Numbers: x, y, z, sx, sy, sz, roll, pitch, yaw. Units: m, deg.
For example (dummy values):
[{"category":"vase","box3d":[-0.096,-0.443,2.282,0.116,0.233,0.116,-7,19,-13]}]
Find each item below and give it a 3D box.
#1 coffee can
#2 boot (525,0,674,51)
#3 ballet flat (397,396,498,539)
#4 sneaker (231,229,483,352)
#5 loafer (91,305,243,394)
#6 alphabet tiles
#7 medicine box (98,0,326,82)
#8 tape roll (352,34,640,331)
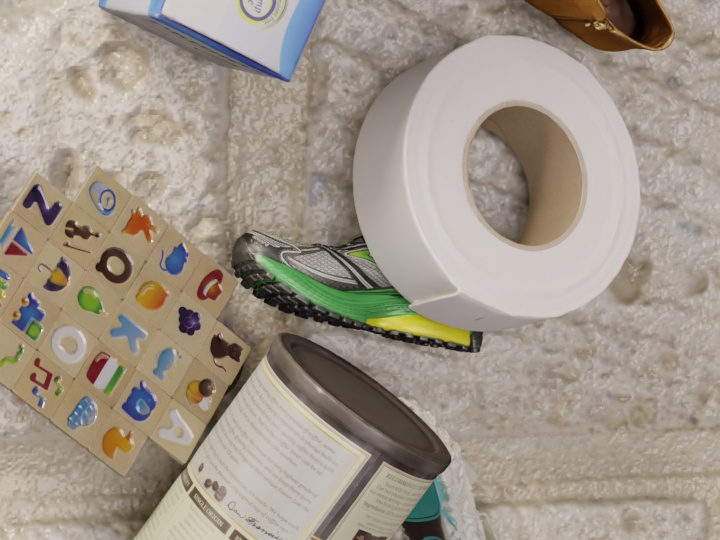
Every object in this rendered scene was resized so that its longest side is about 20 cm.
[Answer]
[{"category":"coffee can","box3d":[-0.054,0.165,1.628,0.146,0.146,0.200,34,99,-18]},{"category":"boot","box3d":[0.125,-0.224,1.646,0.201,0.144,0.071,38,85,-17]},{"category":"ballet flat","box3d":[0.063,0.178,1.732,0.072,0.072,0.201,-20,101,-13]},{"category":"sneaker","box3d":[0.000,0.000,1.684,0.200,0.078,0.085,13,85,-28]},{"category":"loafer","box3d":[-0.174,0.058,1.638,0.199,0.067,0.076,7,95,-17]},{"category":"alphabet tiles","box3d":[-0.168,0.033,1.601,0.200,0.006,0.167,40,61,-22]},{"category":"medicine box","box3d":[-0.075,-0.230,1.558,0.103,0.200,0.183,24,90,-18]},{"category":"tape roll","box3d":[0.096,-0.059,1.663,0.202,0.071,0.203,6,78,-31]}]
